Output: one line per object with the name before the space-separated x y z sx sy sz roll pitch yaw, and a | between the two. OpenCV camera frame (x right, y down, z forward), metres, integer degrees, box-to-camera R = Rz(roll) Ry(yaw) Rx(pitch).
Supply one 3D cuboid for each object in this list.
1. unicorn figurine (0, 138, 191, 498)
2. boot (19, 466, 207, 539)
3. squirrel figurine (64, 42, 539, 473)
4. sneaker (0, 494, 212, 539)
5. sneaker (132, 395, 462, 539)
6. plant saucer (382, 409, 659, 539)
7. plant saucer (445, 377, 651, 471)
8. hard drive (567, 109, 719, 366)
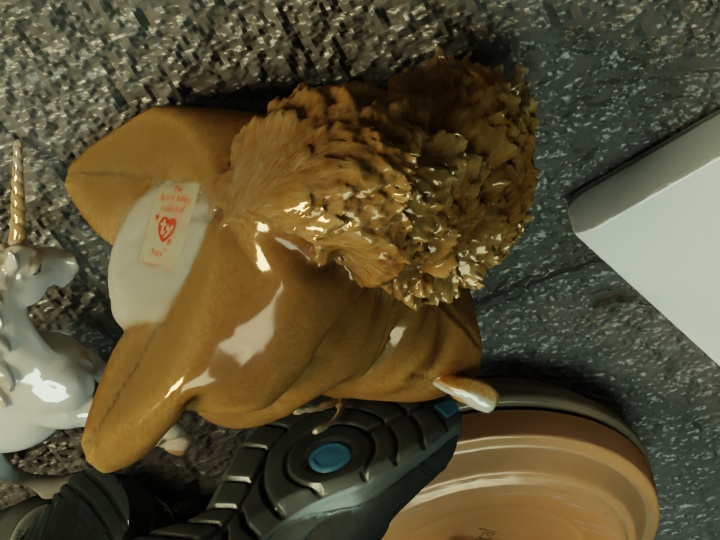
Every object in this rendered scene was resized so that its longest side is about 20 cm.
unicorn figurine | -0.147 0.051 0.966 0.137 0.074 0.200 19 129 -38
boot | -0.118 0.186 1.025 0.199 0.073 0.162 -49 140 7
squirrel figurine | 0.000 0.000 0.897 0.186 0.143 0.200 20 134 -41
sneaker | -0.120 0.151 1.113 0.199 0.076 0.079 20 161 -40
sneaker | -0.033 0.124 0.968 0.199 0.073 0.082 -34 127 -21
plant saucer | 0.060 0.144 1.118 0.198 0.033 0.201 -7 140 -6
plant saucer | 0.055 0.119 1.133 0.198 0.030 0.201 -7 140 -6
hard drive | 0.204 -0.010 1.016 0.131 0.027 0.200 -30 138 22
